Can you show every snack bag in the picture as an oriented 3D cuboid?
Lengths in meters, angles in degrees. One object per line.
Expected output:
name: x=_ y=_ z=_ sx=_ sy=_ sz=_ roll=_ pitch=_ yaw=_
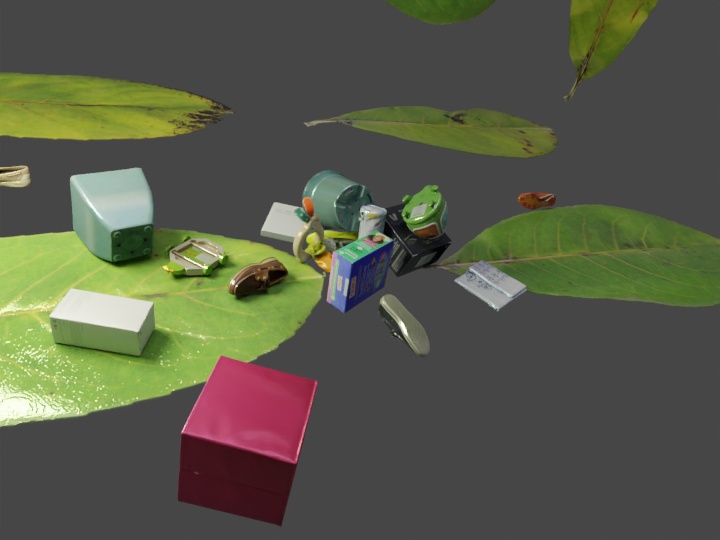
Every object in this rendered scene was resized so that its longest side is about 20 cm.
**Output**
snack bag: x=0.423 y=0.044 z=1.768 sx=0.188 sy=0.022 sz=0.199 roll=36 pitch=40 yaw=29

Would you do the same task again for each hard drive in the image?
hard drive: x=-0.251 y=-0.163 z=1.828 sx=0.130 sy=0.027 sz=0.201 roll=12 pitch=33 yaw=-3

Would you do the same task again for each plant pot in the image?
plant pot: x=-0.674 y=-0.139 z=1.515 sx=0.194 sy=0.197 sz=0.200 roll=-18 pitch=54 yaw=-37
plant pot: x=-0.063 y=-0.218 z=1.763 sx=0.198 sy=0.203 sz=0.196 roll=-8 pitch=17 yaw=-28

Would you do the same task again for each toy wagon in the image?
toy wagon: x=-0.486 y=-0.033 z=1.551 sx=0.154 sy=0.040 sz=0.200 roll=25 pitch=36 yaw=16

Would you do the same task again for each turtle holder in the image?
turtle holder: x=0.206 y=-0.182 z=1.689 sx=0.140 sy=0.132 sz=0.186 roll=-31 pitch=32 yaw=10

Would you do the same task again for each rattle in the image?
rattle: x=-0.127 y=-0.100 z=1.624 sx=0.129 sy=0.202 sz=0.143 roll=-14 pitch=42 yaw=-34

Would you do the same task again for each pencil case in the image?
pencil case: x=0.029 y=-0.102 z=1.684 sx=0.082 sy=0.202 sz=0.090 roll=20 pitch=28 yaw=27

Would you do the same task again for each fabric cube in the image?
fabric cube: x=-0.206 y=0.315 z=1.007 sx=0.197 sy=0.202 sz=0.197 roll=14 pitch=33 yaw=-2

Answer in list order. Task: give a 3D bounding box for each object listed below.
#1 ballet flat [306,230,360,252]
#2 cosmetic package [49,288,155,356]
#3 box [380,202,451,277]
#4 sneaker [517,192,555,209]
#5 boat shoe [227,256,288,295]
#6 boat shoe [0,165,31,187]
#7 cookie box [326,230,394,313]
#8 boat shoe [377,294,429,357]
ballet flat: x=-0.075 y=-0.092 z=1.758 sx=0.198 sy=0.067 sz=0.067 roll=-3 pitch=51 yaw=-24
cosmetic package: x=-0.593 y=0.119 z=1.254 sx=0.198 sy=0.086 sz=0.108 roll=12 pitch=34 yaw=-4
box: x=0.155 y=-0.109 z=1.766 sx=0.195 sy=0.118 sz=0.201 roll=-19 pitch=64 yaw=-39
sneaker: x=0.760 y=-0.306 z=2.361 sx=0.198 sy=0.074 sz=0.077 roll=-1 pitch=14 yaw=-27
boat shoe: x=-0.283 y=0.021 z=1.513 sx=0.067 sy=0.073 sz=0.199 roll=28 pitch=34 yaw=25
boat shoe: x=-1.144 y=-0.299 z=1.681 sx=0.198 sy=0.065 sz=0.071 roll=-8 pitch=39 yaw=-28
cookie box: x=0.000 y=0.000 z=1.553 sx=0.075 sy=0.173 sz=0.199 roll=29 pitch=36 yaw=27
boat shoe: x=0.116 y=0.156 z=1.468 sx=0.074 sy=0.062 sz=0.200 roll=-17 pitch=59 yaw=-44
